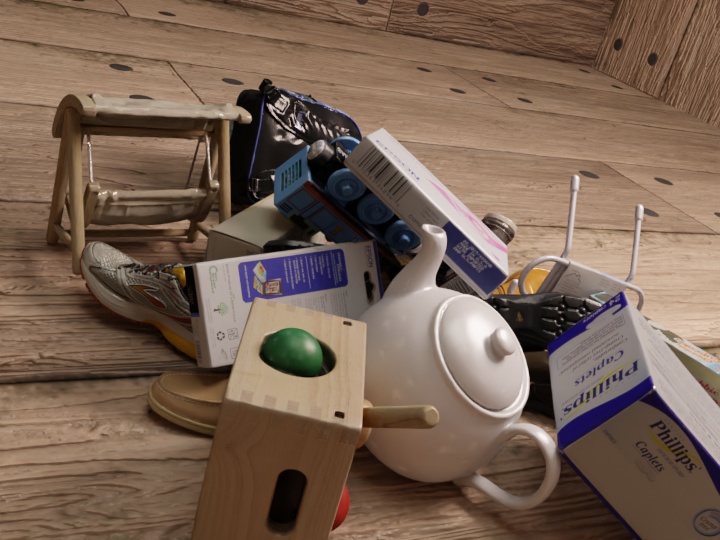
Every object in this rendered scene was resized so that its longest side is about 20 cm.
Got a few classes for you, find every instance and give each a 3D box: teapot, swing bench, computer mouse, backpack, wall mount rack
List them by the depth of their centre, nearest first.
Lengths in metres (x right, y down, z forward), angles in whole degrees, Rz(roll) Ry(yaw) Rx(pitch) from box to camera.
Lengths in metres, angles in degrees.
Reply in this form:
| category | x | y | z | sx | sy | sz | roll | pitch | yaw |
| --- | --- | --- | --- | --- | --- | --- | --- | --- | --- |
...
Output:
| category | x | y | z | sx | sy | sz | roll | pitch | yaw |
| --- | --- | --- | --- | --- | --- | --- | --- | --- | --- |
| teapot | 0.088 | 0.097 | 0.786 | 0.200 | 0.146 | 0.198 | 34 | 46 | -23 |
| computer mouse | 0.000 | 0.000 | 0.919 | 0.199 | 0.046 | 0.140 | 8 | -5 | -29 |
| swing bench | -0.255 | -0.112 | 1.006 | 0.198 | 0.201 | 0.130 | -2 | 21 | -35 |
| wall mount rack | 0.277 | -0.011 | 1.045 | 0.199 | 0.174 | 0.075 | 18 | 24 | -29 |
| backpack | -0.104 | -0.174 | 1.273 | 0.199 | 0.184 | 0.147 | 8 | 3 | -37 |

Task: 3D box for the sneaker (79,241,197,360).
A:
| category | x | y | z | sx | sy | sz | roll | pitch | yaw |
| --- | --- | --- | --- | --- | --- | --- | --- | --- | --- |
| sneaker | -0.208 | 0.017 | 0.904 | 0.199 | 0.082 | 0.078 | 27 | 26 | 8 |

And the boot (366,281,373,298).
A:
| category | x | y | z | sx | sy | sz | roll | pitch | yaw |
| --- | --- | --- | --- | --- | --- | --- | --- | --- | --- |
| boot | -0.023 | 0.059 | 0.958 | 0.200 | 0.073 | 0.150 | -11 | 37 | -45 |

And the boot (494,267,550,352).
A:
| category | x | y | z | sx | sy | sz | roll | pitch | yaw |
| --- | --- | --- | --- | --- | --- | --- | --- | --- | --- |
| boot | 0.216 | 0.061 | 1.116 | 0.200 | 0.071 | 0.144 | 2 | 34 | -21 |

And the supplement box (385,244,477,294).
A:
| category | x | y | z | sx | sy | sz | roll | pitch | yaw |
| --- | --- | --- | --- | --- | --- | --- | --- | --- | --- |
| supplement box | 0.083 | -0.022 | 1.117 | 0.110 | 0.086 | 0.200 | -33 | 33 | 3 |

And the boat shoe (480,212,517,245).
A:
| category | x | y | z | sx | sy | sz | roll | pitch | yaw |
| --- | --- | --- | --- | --- | --- | --- | --- | --- | --- |
| boat shoe | 0.165 | -0.022 | 1.180 | 0.067 | 0.057 | 0.200 | 32 | -16 | 6 |

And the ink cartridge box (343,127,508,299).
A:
| category | x | y | z | sx | sy | sz | roll | pitch | yaw |
| --- | --- | --- | --- | --- | --- | --- | --- | --- | --- |
| ink cartridge box | 0.077 | -0.072 | 0.906 | 0.196 | 0.043 | 0.200 | 43 | 16 | -4 |

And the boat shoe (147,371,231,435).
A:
| category | x | y | z | sx | sy | sz | roll | pitch | yaw |
| --- | --- | --- | --- | --- | --- | --- | --- | --- | --- |
| boat shoe | -0.099 | 0.115 | 0.804 | 0.199 | 0.065 | 0.071 | 9 | 25 | -14 |

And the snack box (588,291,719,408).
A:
| category | x | y | z | sx | sy | sz | roll | pitch | yaw |
| --- | --- | --- | --- | --- | --- | --- | --- | --- | --- |
| snack box | 0.334 | 0.124 | 0.981 | 0.037 | 0.117 | 0.200 | -8 | 34 | -43 |

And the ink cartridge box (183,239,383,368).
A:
| category | x | y | z | sx | sy | sz | roll | pitch | yaw |
| --- | --- | --- | --- | --- | --- | --- | --- | --- | --- |
| ink cartridge box | -0.069 | 0.029 | 0.830 | 0.199 | 0.100 | 0.039 | -8 | 1 | -31 |

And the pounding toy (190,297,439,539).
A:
| category | x | y | z | sx | sy | sz | roll | pitch | yaw |
| --- | --- | --- | --- | --- | --- | --- | --- | --- | --- |
| pounding toy | -0.038 | 0.125 | 0.660 | 0.142 | 0.201 | 0.184 | 14 | 25 | -5 |

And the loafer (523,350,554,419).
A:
| category | x | y | z | sx | sy | sz | roll | pitch | yaw |
| --- | --- | --- | --- | --- | --- | --- | --- | --- | --- |
| loafer | 0.199 | 0.117 | 0.969 | 0.199 | 0.072 | 0.073 | 18 | 25 | 4 |

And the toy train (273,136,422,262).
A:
| category | x | y | z | sx | sy | sz | roll | pitch | yaw |
| --- | --- | --- | --- | --- | --- | --- | --- | --- | --- |
| toy train | -0.010 | -0.075 | 1.014 | 0.200 | 0.114 | 0.087 | 39 | 32 | -36 |

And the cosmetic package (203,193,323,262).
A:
| category | x | y | z | sx | sy | sz | roll | pitch | yaw |
| --- | --- | --- | --- | --- | --- | --- | --- | --- | --- |
| cosmetic package | -0.114 | -0.024 | 1.043 | 0.073 | 0.104 | 0.200 | 20 | 24 | 14 |

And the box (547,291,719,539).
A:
| category | x | y | z | sx | sy | sz | roll | pitch | yaw |
| --- | --- | --- | --- | --- | --- | --- | --- | --- | --- |
| box | 0.277 | 0.152 | 0.809 | 0.184 | 0.105 | 0.200 | 47 | 22 | -11 |

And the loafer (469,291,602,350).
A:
| category | x | y | z | sx | sy | sz | roll | pitch | yaw |
| --- | --- | --- | --- | --- | --- | --- | --- | --- | --- |
| loafer | 0.201 | 0.058 | 0.990 | 0.200 | 0.068 | 0.070 | 4 | -4 | 4 |
